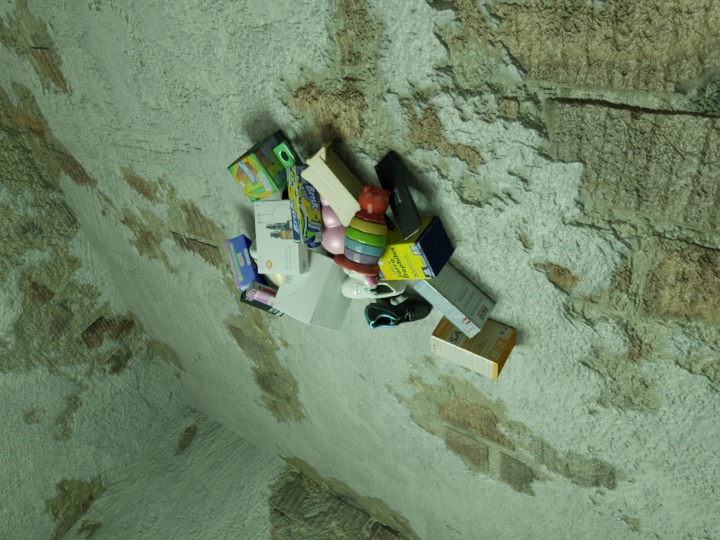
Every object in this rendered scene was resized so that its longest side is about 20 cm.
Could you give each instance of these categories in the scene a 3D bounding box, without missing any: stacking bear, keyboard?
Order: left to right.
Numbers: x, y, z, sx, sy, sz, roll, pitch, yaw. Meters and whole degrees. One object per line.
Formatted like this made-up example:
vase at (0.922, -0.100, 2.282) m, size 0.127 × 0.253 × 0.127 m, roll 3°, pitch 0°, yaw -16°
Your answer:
stacking bear at (0.017, -0.102, 1.400) m, size 0.118 × 0.206 × 0.114 m, roll 10°, pitch -168°, yaw -18°
keyboard at (0.082, -0.171, 1.402) m, size 0.126 × 0.020 × 0.205 m, roll -34°, pitch 74°, yaw 50°

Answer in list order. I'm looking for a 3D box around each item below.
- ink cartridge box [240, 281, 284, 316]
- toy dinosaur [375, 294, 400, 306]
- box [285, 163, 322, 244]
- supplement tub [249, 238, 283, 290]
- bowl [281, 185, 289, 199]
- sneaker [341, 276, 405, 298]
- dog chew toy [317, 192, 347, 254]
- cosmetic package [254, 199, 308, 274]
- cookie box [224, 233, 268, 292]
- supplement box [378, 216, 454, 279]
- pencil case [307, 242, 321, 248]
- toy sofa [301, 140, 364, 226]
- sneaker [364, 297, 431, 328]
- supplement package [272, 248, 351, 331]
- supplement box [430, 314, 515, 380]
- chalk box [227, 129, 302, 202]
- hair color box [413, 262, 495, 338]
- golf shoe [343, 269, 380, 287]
ink cartridge box at (-0.280, 0.101, 1.855) m, size 0.196 × 0.038 × 0.094 m, roll 22°, pitch 141°, yaw -30°
toy dinosaur at (0.069, 0.067, 1.716) m, size 0.101 × 0.077 × 0.202 m, roll 13°, pitch 142°, yaw 53°
box at (-0.148, -0.177, 1.526) m, size 0.070 × 0.063 × 0.207 m, roll 13°, pitch 109°, yaw 61°
supplement tub at (-0.257, -0.021, 1.873) m, size 0.142 × 0.145 × 0.203 m, roll 4°, pitch 132°, yaw 42°
bowl at (-0.151, -0.177, 1.689) m, size 0.197 × 0.039 × 0.204 m, roll 28°, pitch 143°, yaw 22°
sneaker at (0.024, 0.047, 1.612) m, size 0.194 × 0.088 × 0.078 m, roll -6°, pitch 104°, yaw 26°
dog chew toy at (-0.067, -0.150, 1.567) m, size 0.122 × 0.124 × 0.205 m, roll 7°, pitch 125°, yaw 40°
cosmetic package at (-0.223, -0.095, 1.618) m, size 0.147 × 0.051 × 0.207 m, roll 2°, pitch 98°, yaw 31°
cookie box at (-0.360, -0.003, 1.920) m, size 0.200 × 0.073 × 0.176 m, roll 54°, pitch -164°, yaw -69°
supplement box at (0.122, -0.054, 1.480) m, size 0.197 × 0.110 × 0.110 m, roll -3°, pitch 127°, yaw 47°
pencil case at (-0.190, -0.124, 1.676) m, size 0.196 × 0.088 × 0.078 m, roll 21°, pitch 162°, yaw 30°
toy sofa at (-0.054, -0.221, 1.474) m, size 0.097 × 0.083 × 0.201 m, roll -38°, pitch 100°, yaw 25°
sneaker at (0.110, 0.133, 1.647) m, size 0.193 × 0.083 × 0.075 m, roll -7°, pitch 118°, yaw -2°
supplement package at (-0.126, 0.055, 1.712) m, size 0.144 × 0.196 × 0.199 m, roll 22°, pitch 178°, yaw 27°
supplement box at (0.300, 0.188, 1.544) m, size 0.196 × 0.127 × 0.075 m, roll 20°, pitch 142°, yaw 28°
chalk box at (-0.252, -0.291, 1.594) m, size 0.197 × 0.124 × 0.126 m, roll -12°, pitch 120°, yaw 51°
hair color box at (0.244, 0.066, 1.493) m, size 0.199 × 0.099 × 0.061 m, roll 41°, pitch 146°, yaw 3°
golf shoe at (0.000, 0.000, 1.593) m, size 0.076 × 0.090 × 0.201 m, roll 58°, pitch -172°, yaw -24°
